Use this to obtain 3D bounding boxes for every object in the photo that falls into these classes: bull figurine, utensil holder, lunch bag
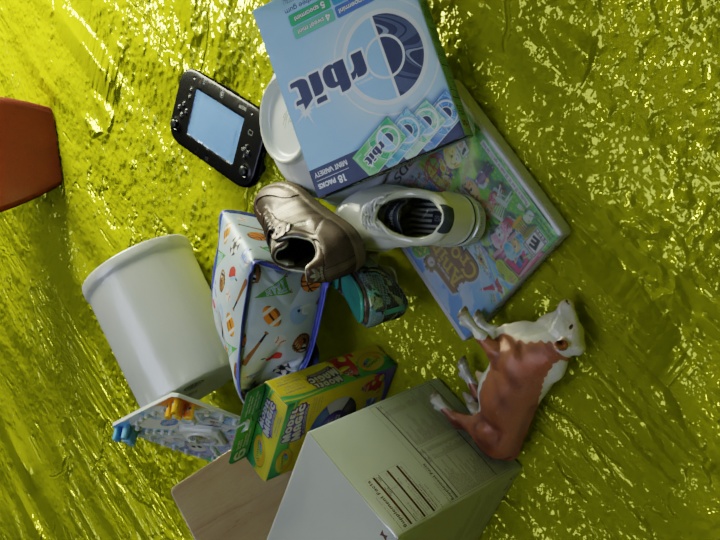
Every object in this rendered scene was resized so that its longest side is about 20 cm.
[{"bbox_3d":[0.146,0.101,0.931,0.121,0.065,0.203,36,127,27],"label":"bull figurine"},{"bbox_3d":[-0.275,0.080,1.317,0.170,0.168,0.203,-43,71,44],"label":"utensil holder"},{"bbox_3d":[-0.117,0.052,1.139,0.170,0.121,0.204,-130,49,-60],"label":"lunch bag"}]

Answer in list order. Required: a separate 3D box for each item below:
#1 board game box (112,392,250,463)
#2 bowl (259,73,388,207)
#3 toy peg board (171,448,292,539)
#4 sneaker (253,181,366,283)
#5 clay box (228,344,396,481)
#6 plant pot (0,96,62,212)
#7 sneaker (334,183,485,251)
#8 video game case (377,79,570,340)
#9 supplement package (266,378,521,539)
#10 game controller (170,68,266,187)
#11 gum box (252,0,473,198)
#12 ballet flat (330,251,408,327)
[{"bbox_3d":[-0.218,0.234,1.286,0.199,0.198,0.026,-28,44,46],"label":"board game box"},{"bbox_3d":[-0.052,-0.170,1.047,0.199,0.089,0.206,13,106,51],"label":"bowl"},{"bbox_3d":[-0.099,0.309,1.175,0.202,0.198,0.098,58,180,11],"label":"toy peg board"},{"bbox_3d":[-0.078,-0.043,1.025,0.199,0.075,0.072,27,134,48],"label":"sneaker"},{"bbox_3d":[-0.054,0.165,1.072,0.047,0.198,0.117,39,127,32],"label":"clay box"},{"bbox_3d":[-0.634,-0.207,1.624,0.198,0.174,0.205,7,106,47],"label":"plant pot"},{"bbox_3d":[0.035,-0.060,0.968,0.197,0.070,0.075,-1,82,44],"label":"sneaker"},{"bbox_3d":[0.104,-0.060,0.969,0.202,0.022,0.183,57,135,20],"label":"video game case"},{"bbox_3d":[0.031,0.256,1.004,0.147,0.198,0.194,43,128,30],"label":"supplement package"},{"bbox_3d":[-0.188,-0.191,1.239,0.199,0.042,0.106,34,124,36],"label":"game controller"},{"bbox_3d":[0.002,-0.198,0.936,0.167,0.044,0.204,-20,89,20],"label":"gum box"},{"bbox_3d":[0.000,0.000,1.060,0.201,0.073,0.076,-122,39,-52],"label":"ballet flat"}]
